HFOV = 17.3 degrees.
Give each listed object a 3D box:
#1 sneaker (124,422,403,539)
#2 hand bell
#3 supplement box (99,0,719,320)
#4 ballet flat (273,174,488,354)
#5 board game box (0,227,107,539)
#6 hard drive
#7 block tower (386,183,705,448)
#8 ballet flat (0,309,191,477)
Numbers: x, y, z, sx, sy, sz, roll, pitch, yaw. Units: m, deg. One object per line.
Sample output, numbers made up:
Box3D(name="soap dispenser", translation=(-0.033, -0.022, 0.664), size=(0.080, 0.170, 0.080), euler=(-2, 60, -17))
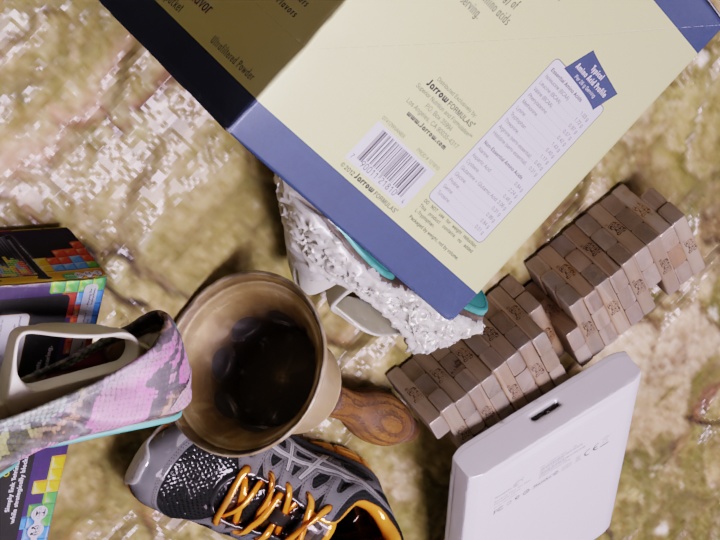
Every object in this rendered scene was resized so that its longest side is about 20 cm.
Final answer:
Box3D(name="sneaker", translation=(-0.050, 0.132, 1.385), size=(0.200, 0.077, 0.078), euler=(15, 113, -41))
Box3D(name="hand bell", translation=(-0.019, 0.073, 1.377), size=(0.104, 0.104, 0.200), euler=(-52, 150, 7))
Box3D(name="supplement box", translation=(0.027, -0.123, 1.121), size=(0.200, 0.134, 0.200), euler=(-47, 137, 3))
Box3D(name="ballet flat", translation=(0.000, 0.000, 1.334), size=(0.072, 0.072, 0.200), euler=(-49, 136, 4))
Box3D(name="board game box", translation=(-0.232, 0.079, 1.223), size=(0.165, 0.057, 0.201), euler=(-3, 122, -33))
Box3D(name="hard drive", translation=(0.112, 0.141, 1.505), size=(0.132, 0.026, 0.200), euler=(-30, 152, -19))
Box3D(name="block tower", translation=(0.114, 0.031, 1.448), size=(0.200, 0.054, 0.058), euler=(-38, 136, -7))
Box3D(name="ballet flat", translation=(-0.175, 0.065, 1.176), size=(0.200, 0.069, 0.071), euler=(-20, 113, -29))
